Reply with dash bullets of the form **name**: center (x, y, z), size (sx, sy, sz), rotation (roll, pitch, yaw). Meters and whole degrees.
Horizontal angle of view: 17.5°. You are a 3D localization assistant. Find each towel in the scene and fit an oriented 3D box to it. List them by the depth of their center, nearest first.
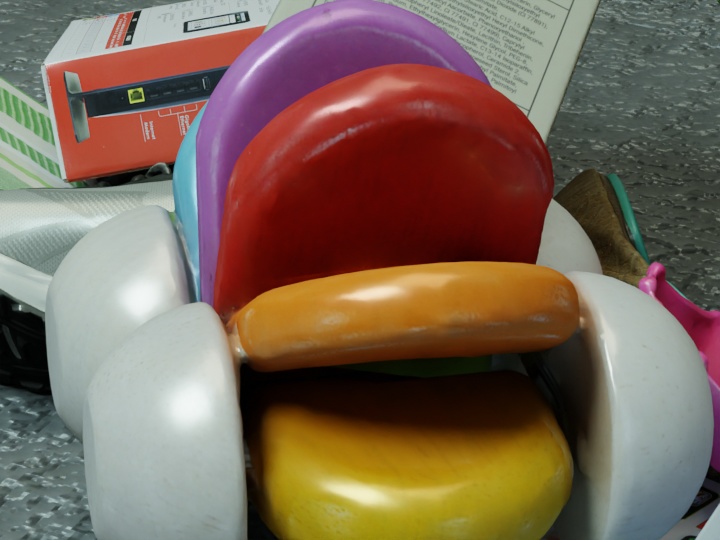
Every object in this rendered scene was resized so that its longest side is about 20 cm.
- **towel**: center (-0.159, -0.056, 0.938), size (0.152, 0.023, 0.200), rotation (35, 9, -30)

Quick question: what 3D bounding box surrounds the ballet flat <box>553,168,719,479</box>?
- **ballet flat**: center (0.086, 0.021, 0.857), size (0.072, 0.068, 0.200), rotation (-19, 30, -2)

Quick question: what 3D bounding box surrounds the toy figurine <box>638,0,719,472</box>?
- **toy figurine**: center (0.160, -0.016, 0.717), size (0.150, 0.185, 0.199), rotation (31, -20, -25)

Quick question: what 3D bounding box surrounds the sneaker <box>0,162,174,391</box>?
- **sneaker**: center (-0.090, -0.001, 0.824), size (0.198, 0.074, 0.080), rotation (12, 62, 8)

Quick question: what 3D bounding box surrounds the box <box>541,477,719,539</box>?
- **box**: center (0.035, 0.103, 0.677), size (0.110, 0.035, 0.199), rotation (22, 30, 37)

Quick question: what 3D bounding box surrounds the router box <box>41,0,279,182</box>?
- **router box**: center (-0.039, -0.090, 0.996), size (0.178, 0.049, 0.200), rotation (-10, 11, -1)

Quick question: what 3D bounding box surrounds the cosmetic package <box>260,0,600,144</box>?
- **cosmetic package**: center (0.033, -0.103, 0.838), size (0.103, 0.073, 0.201), rotation (26, 48, -1)

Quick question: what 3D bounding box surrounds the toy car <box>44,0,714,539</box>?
- **toy car**: center (0.000, 0.000, 0.676), size (0.173, 0.151, 0.200), rotation (-5, 21, -13)

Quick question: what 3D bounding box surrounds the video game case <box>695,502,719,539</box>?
- **video game case**: center (0.137, 0.063, 0.597), size (0.045, 0.182, 0.199), rotation (41, 38, 19)
